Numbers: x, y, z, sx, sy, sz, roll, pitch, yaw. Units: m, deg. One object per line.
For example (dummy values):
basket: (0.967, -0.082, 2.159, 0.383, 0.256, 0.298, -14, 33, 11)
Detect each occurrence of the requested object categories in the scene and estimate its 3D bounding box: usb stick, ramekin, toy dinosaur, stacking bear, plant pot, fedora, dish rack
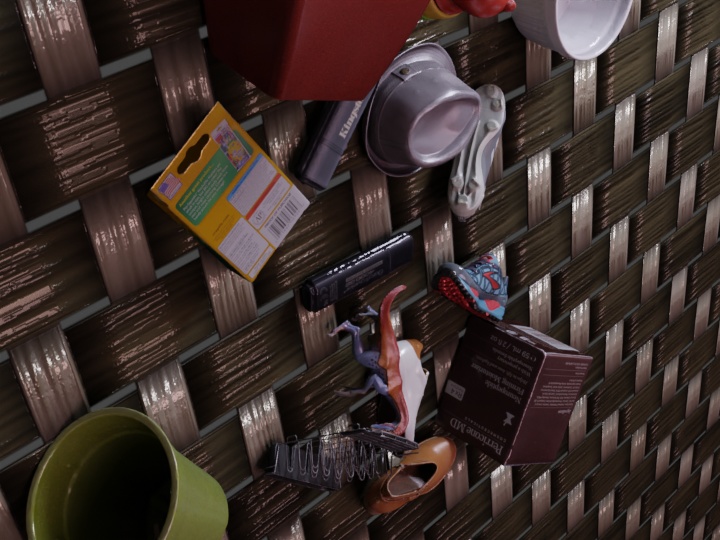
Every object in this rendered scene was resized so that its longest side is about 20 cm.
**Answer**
usb stick: (-0.024, -0.197, 1.155, 0.055, 0.032, 0.201, 26, 90, -47)
ramekin: (0.306, -0.418, 1.337, 0.199, 0.105, 0.202, -23, 125, -36)
toy dinosaur: (0.028, 0.149, 1.301, 0.105, 0.200, 0.182, -32, 87, -39)
stacking bear: (0.099, -0.353, 1.087, 0.114, 0.199, 0.122, -54, 138, -10)
plant pot: (-0.058, -0.290, 0.979, 0.199, 0.200, 0.178, -8, 127, -43)
usb stick: (0.000, 0.000, 1.290, 0.199, 0.033, 0.056, -28, 134, -34)
fedora: (0.096, -0.208, 1.239, 0.199, 0.090, 0.178, -29, 129, -33)
dish rack: (-0.022, 0.266, 1.295, 0.153, 0.199, 0.055, 27, 54, -47)
plant pot: (-0.251, 0.282, 1.080, 0.201, 0.199, 0.190, -57, 149, -7)

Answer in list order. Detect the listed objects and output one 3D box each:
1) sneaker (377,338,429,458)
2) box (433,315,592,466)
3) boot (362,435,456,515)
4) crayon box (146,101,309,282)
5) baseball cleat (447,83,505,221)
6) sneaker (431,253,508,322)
sneaker: (0.077, 0.201, 1.437, 0.084, 0.073, 0.202, -20, 122, -35)
box: (0.260, 0.203, 1.554, 0.163, 0.165, 0.202, 10, 102, -48)
boot: (0.098, 0.321, 1.464, 0.199, 0.074, 0.155, -35, 168, -25)
crayon box: (-0.159, -0.093, 1.068, 0.126, 0.051, 0.200, -54, 138, -11)
baseball cleat: (0.166, -0.173, 1.358, 0.106, 0.069, 0.202, 67, 41, -78)
sneaker: (0.179, 0.011, 1.459, 0.200, 0.079, 0.096, 32, 76, -57)
